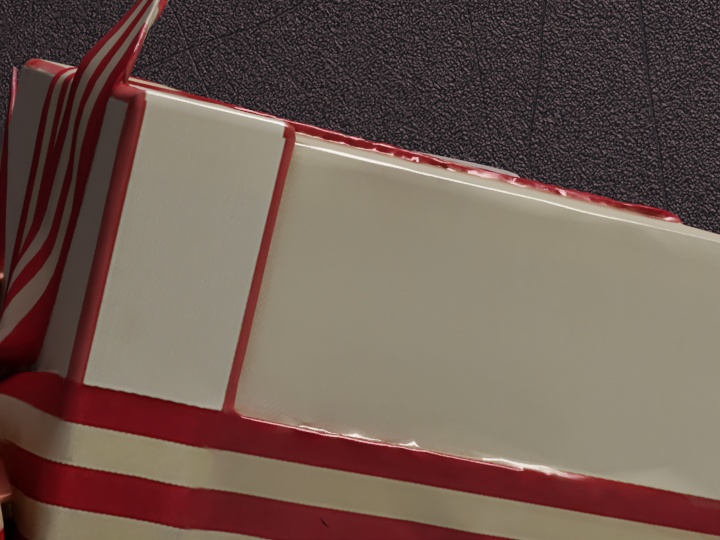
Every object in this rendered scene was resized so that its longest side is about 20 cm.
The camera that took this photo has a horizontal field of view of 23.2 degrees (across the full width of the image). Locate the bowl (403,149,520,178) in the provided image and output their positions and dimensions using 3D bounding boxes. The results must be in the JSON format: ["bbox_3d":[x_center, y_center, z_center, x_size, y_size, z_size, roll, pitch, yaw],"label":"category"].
[{"bbox_3d":[0.000,0.000,0.878,0.198,0.075,0.199,12,34,33],"label":"bowl"}]

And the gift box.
[{"bbox_3d":[-0.024,0.030,0.441,0.185,0.202,0.184,10,0,-20],"label":"gift box"}]
